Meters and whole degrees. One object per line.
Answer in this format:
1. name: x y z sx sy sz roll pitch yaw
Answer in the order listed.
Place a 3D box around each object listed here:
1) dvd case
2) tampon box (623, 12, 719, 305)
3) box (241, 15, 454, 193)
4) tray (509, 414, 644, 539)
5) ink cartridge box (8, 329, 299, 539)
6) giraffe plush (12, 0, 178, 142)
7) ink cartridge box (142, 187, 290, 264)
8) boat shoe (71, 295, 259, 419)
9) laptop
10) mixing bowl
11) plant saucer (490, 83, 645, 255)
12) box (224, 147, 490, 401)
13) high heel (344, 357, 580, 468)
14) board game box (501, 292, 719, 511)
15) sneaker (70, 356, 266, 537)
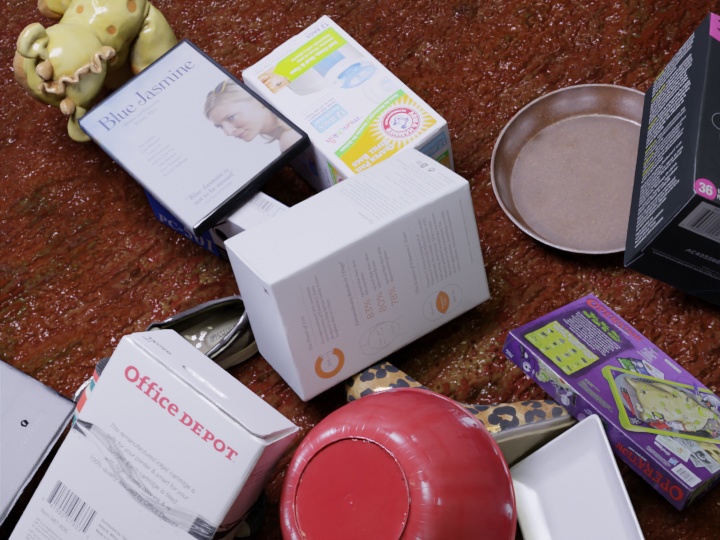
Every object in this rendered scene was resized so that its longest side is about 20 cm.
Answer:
1. dvd case: -0.161 -0.132 1.162 0.142 0.018 0.199 -41 58 -16
2. tampon box: 0.330 -0.089 1.061 0.148 0.127 0.202 20 59 -8
3. box: -0.010 -0.137 1.201 0.112 0.102 0.200 -36 58 -13
4. tray: 0.181 0.225 0.947 0.107 0.022 0.202 -39 51 33
5. ink cartridge box: -0.162 0.169 0.967 0.144 0.084 0.202 34 101 14
6. giraffe plush: -0.280 -0.221 1.235 0.172 0.199 0.163 42 58 -16
7. ink cartridge box: -0.123 -0.047 1.168 0.198 0.095 0.044 30 66 26
8. boat shoe: -0.180 0.078 1.112 0.198 0.065 0.074 -31 60 -8
9. laptop: -0.382 0.168 1.097 0.199 0.116 0.189 -13 41 55
10. mixing bowl: 0.011 0.184 0.942 0.197 0.108 0.204 -6 74 23
11. plant saucer: 0.224 -0.092 1.169 0.197 0.035 0.203 -4 57 7
12. box: 0.000 0.000 1.066 0.198 0.126 0.097 -27 35 -19
13. high heel: 0.085 0.102 1.046 0.197 0.072 0.144 -17 54 3
14. board game box: 0.226 0.102 1.013 0.119 0.033 0.200 -22 51 -36
15. sneaker: -0.170 0.169 1.055 0.199 0.070 0.094 41 114 8
